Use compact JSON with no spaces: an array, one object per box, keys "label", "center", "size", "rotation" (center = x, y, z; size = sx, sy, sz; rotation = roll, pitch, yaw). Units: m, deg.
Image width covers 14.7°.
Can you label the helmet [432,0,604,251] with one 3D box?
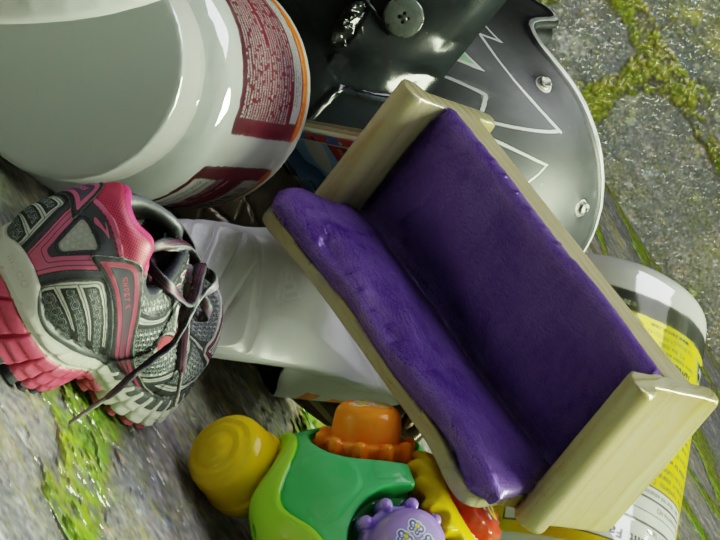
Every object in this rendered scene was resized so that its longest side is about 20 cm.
[{"label":"helmet","center":[0.035,-0.066,1.541],"size":[0.201,0.199,0.191],"rotation":[56,17,-20]}]

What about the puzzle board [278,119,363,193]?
[{"label":"puzzle board","center":[0.000,0.000,1.380],"size":[0.150,0.017,0.201],"rotation":[12,-36,37]}]

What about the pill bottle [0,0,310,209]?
[{"label":"pill bottle","center":[-0.096,-0.084,1.199],"size":[0.115,0.114,0.200],"rotation":[60,10,5]}]

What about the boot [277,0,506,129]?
[{"label":"boot","center":[0.038,-0.095,1.397],"size":[0.200,0.168,0.076],"rotation":[38,7,-12]}]

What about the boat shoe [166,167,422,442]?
[{"label":"boat shoe","center":[-0.045,0.010,1.347],"size":[0.200,0.072,0.067],"rotation":[50,-21,-10]}]

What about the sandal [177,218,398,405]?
[{"label":"sandal","center":[-0.039,0.018,1.273],"size":[0.206,0.059,0.080],"rotation":[12,67,-38]}]

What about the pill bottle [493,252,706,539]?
[{"label":"pill bottle","center":[0.091,0.102,1.272],"size":[0.112,0.112,0.201],"rotation":[45,51,-53]}]

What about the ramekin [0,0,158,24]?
[{"label":"ramekin","center":[-0.125,-0.176,1.081],"size":[0.201,0.199,0.098],"rotation":[-104,-170,-57]}]

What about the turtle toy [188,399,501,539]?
[{"label":"turtle toy","center":[0.015,0.136,1.149],"size":[0.146,0.101,0.201],"rotation":[50,14,-43]}]

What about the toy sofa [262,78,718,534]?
[{"label":"toy sofa","center":[0.052,0.013,1.190],"size":[0.097,0.083,0.200],"rotation":[14,33,-49]}]

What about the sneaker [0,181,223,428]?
[{"label":"sneaker","center":[-0.088,0.011,1.085],"size":[0.081,0.074,0.200],"rotation":[61,10,9]}]
